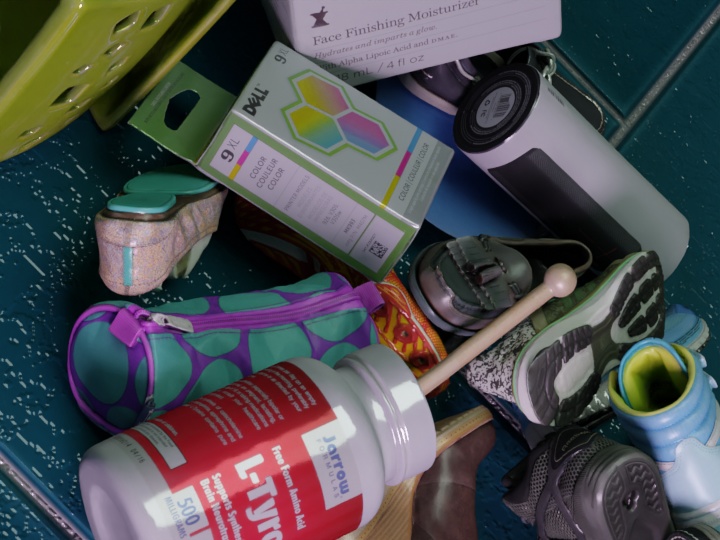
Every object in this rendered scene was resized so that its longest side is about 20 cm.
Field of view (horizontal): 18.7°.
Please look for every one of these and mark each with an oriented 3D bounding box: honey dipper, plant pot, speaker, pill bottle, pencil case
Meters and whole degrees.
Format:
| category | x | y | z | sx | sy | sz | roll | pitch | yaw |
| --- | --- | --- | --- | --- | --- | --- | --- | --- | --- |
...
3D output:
| category | x | y | z | sx | sy | sz | roll | pitch | yaw |
| --- | --- | --- | --- | --- | --- | --- | --- | --- | --- |
| honey dipper | 0.065 | 0.061 | 1.455 | 0.199 | 0.038 | 0.038 | -36 | 84 | -7 |
| plant pot | -0.201 | -0.199 | 1.404 | 0.181 | 0.199 | 0.201 | -12 | 69 | -47 |
| speaker | 0.158 | -0.065 | 1.616 | 0.200 | 0.081 | 0.082 | 40 | 42 | -35 |
| pill bottle | -0.059 | 0.120 | 1.311 | 0.199 | 0.112 | 0.113 | -24 | 76 | -23 |
| pencil case | -0.083 | 0.052 | 1.392 | 0.199 | 0.093 | 0.085 | -9 | 54 | -41 |

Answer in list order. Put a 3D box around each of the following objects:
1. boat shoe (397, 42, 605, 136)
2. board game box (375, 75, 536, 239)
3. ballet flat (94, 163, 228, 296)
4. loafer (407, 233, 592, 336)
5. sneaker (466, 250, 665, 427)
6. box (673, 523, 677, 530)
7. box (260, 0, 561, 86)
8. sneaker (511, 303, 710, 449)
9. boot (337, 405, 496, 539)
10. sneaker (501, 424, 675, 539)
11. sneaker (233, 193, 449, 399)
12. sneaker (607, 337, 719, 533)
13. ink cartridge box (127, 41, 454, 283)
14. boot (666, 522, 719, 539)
| category | x | y | z | sx | sy | sz | roll | pitch | yaw |
| --- | --- | --- | --- | --- | --- | --- | --- | --- | --- |
| boat shoe | 0.118 | -0.138 | 1.635 | 0.199 | 0.063 | 0.073 | 20 | 55 | -33 |
| board game box | 0.063 | -0.100 | 1.641 | 0.157 | 0.039 | 0.201 | 27 | 51 | -29 |
| ballet flat | -0.131 | -0.024 | 1.411 | 0.067 | 0.068 | 0.200 | 4 | 12 | 11 |
| loafer | 0.100 | -0.001 | 1.540 | 0.200 | 0.063 | 0.072 | -5 | 65 | -62 |
| sneaker | 0.143 | 0.036 | 1.521 | 0.200 | 0.088 | 0.077 | -32 | 122 | -45 |
| box | 0.273 | 0.255 | 1.535 | 0.100 | 0.075 | 0.201 | -32 | 85 | -44 |
| box | 0.020 | -0.249 | 1.551 | 0.197 | 0.131 | 0.201 | -15 | 47 | -7 |
| sneaker | 0.177 | 0.057 | 1.593 | 0.199 | 0.078 | 0.090 | -23 | 73 | -43 |
| boot | 0.057 | 0.196 | 1.433 | 0.200 | 0.072 | 0.167 | -36 | 98 | -46 |
| sneaker | 0.160 | 0.183 | 1.473 | 0.076 | 0.114 | 0.200 | -33 | 125 | -19 |
| sneaker | 0.000 | 0.000 | 1.503 | 0.200 | 0.073 | 0.077 | 52 | 39 | 1 |
| sneaker | 0.216 | 0.094 | 1.506 | 0.131 | 0.079 | 0.200 | 62 | 3 | -12 |
| ink cartridge box | -0.044 | -0.087 | 1.460 | 0.199 | 0.059 | 0.104 | 32 | 35 | -3 |
| boot | 0.160 | 0.263 | 1.390 | 0.153 | 0.073 | 0.205 | 3 | 102 | -31 |
